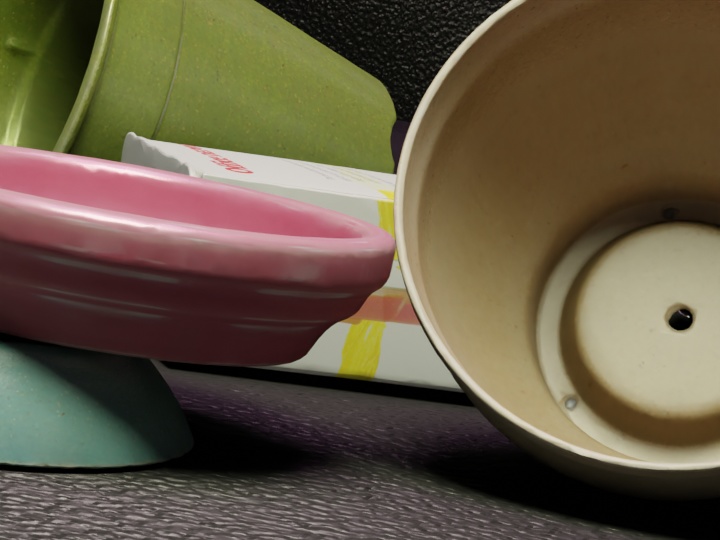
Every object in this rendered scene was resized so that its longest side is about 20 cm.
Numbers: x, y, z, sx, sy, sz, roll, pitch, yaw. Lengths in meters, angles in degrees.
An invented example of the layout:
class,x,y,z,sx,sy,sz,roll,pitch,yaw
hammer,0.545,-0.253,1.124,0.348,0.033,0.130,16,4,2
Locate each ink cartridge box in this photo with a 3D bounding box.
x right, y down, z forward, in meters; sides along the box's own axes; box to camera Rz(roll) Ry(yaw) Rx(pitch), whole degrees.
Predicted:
class,x,y,z,sx,sy,sz,roll,pitch,yaw
ink cartridge box,0.000,0.000,1.294,0.199,0.084,0.145,8,6,-17

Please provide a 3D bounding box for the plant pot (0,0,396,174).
class,x,y,z,sx,sy,sz,roll,pitch,yaw
plant pot,-0.090,-0.067,1.437,0.190,0.201,0.200,21,0,-29

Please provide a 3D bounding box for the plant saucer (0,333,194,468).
class,x,y,z,sx,sy,sz,roll,pitch,yaw
plant saucer,-0.153,0.028,1.018,0.199,0.036,0.200,9,6,-1

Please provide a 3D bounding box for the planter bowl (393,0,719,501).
class,x,y,z,sx,sy,sz,roll,pitch,yaw
planter bowl,0.118,0.001,1.100,0.200,0.201,0.135,11,-21,11

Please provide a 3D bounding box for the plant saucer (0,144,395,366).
class,x,y,z,sx,sy,sz,roll,pitch,yaw
plant saucer,-0.089,-0.006,1.033,0.200,0.051,0.201,10,7,-1

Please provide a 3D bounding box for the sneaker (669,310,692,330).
class,x,y,z,sx,sy,sz,roll,pitch,yaw
sneaker,0.165,0.037,1.297,0.090,0.067,0.200,13,8,7
